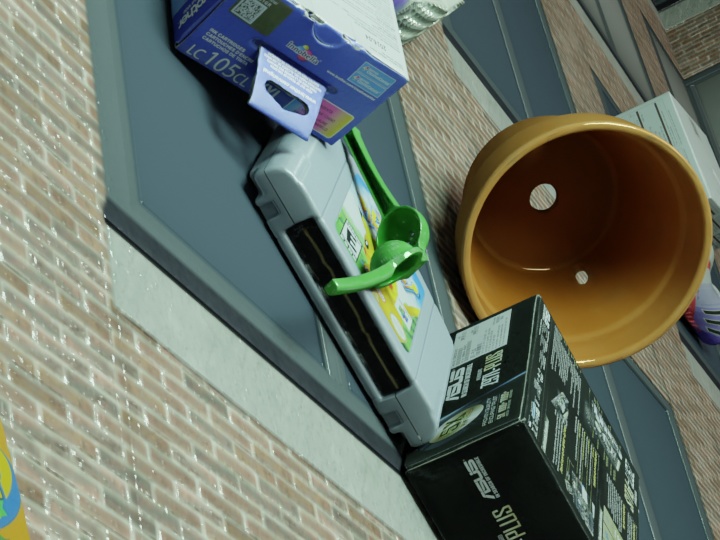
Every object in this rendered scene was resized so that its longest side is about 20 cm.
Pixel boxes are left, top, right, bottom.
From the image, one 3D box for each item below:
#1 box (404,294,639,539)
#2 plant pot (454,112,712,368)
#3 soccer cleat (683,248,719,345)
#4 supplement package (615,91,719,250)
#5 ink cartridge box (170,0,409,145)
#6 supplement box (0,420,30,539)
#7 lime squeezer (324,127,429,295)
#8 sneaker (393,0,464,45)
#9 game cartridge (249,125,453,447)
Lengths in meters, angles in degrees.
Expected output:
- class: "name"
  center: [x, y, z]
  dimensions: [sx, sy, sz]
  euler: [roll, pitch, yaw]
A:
- class: "box"
  center: [0.113, 0.135, 1.225]
  dimensions: [0.164, 0.086, 0.200]
  euler: [59, 18, -16]
- class: "plant pot"
  center: [0.163, -0.040, 1.476]
  dimensions: [0.200, 0.200, 0.140]
  euler: [58, 3, -22]
- class: "soccer cleat"
  center: [0.418, 0.033, 2.338]
  dimensions: [0.073, 0.068, 0.200]
  euler: [-47, 138, -25]
- class: "supplement package"
  center: [0.399, -0.113, 2.379]
  dimensions: [0.200, 0.111, 0.156]
  euler: [30, 39, -63]
- class: "ink cartridge box"
  center: [-0.048, -0.171, 1.146]
  dimensions: [0.136, 0.076, 0.200]
  euler: [30, 33, -35]
- class: "supplement box"
  center: [-0.156, 0.049, 0.586]
  dimensions: [0.066, 0.069, 0.201]
  euler: [23, 47, -62]
- class: "lime squeezer"
  center: [0.014, -0.023, 1.124]
  dimensions: [0.071, 0.038, 0.200]
  euler: [56, 20, -25]
- class: "sneaker"
  center: [0.025, -0.241, 1.539]
  dimensions: [0.100, 0.069, 0.200]
  euler: [57, 13, -3]
- class: "game cartridge"
  center: [0.000, 0.000, 1.171]
  dimensions: [0.200, 0.040, 0.133]
  euler: [60, 14, -16]
